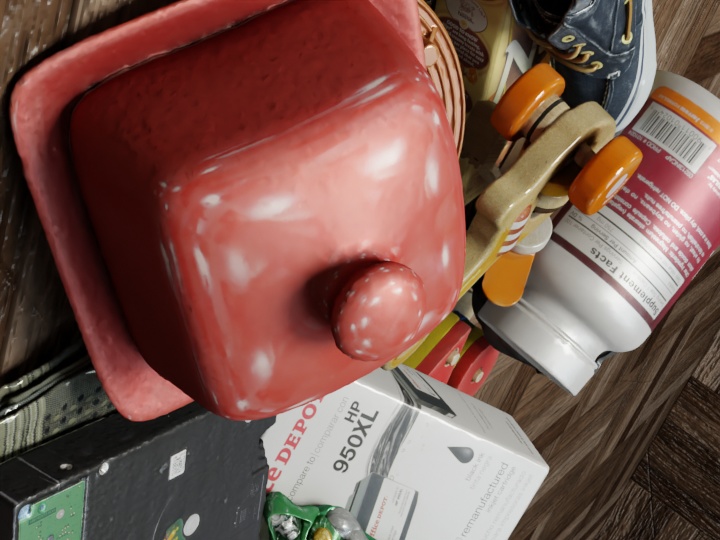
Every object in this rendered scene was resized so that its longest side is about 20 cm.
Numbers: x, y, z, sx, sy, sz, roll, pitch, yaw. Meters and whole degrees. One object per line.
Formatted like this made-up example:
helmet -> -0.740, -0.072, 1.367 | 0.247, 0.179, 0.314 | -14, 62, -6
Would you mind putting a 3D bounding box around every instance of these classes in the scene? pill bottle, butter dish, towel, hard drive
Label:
pill bottle -> 0.171, -0.023, 0.816 | 0.201, 0.113, 0.113 | -51, 158, 0
butter dish -> -0.023, -0.014, 0.535 | 0.198, 0.148, 0.202 | -26, 129, -19
towel -> -0.154, 0.102, 0.683 | 0.192, 0.034, 0.202 | -31, 150, -41
hard drive -> -0.123, 0.141, 0.660 | 0.199, 0.037, 0.142 | -23, 128, -53

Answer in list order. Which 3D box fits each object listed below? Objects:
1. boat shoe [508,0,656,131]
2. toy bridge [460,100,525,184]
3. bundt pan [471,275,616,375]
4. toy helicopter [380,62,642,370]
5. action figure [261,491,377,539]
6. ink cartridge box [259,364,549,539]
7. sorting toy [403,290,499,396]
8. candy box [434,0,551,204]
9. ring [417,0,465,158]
boat shoe -> 0.122, -0.144, 0.706 | 0.091, 0.071, 0.202 | -38, 146, -26
toy bridge -> 0.119, -0.083, 0.829 | 0.199, 0.027, 0.068 | -15, 138, -56
bundt pan -> 0.147, -0.019, 0.961 | 0.075, 0.203, 0.204 | 14, 117, -20
toy helicopter -> 0.077, -0.019, 0.731 | 0.200, 0.079, 0.132 | -46, 167, 1
action figure -> 0.002, 0.214, 0.775 | 0.118, 0.201, 0.055 | -39, -164, 3
ink cartridge box -> 0.002, 0.138, 0.824 | 0.146, 0.198, 0.084 | -60, -158, 10
sorting toy -> 0.035, 0.104, 1.019 | 0.200, 0.069, 0.200 | -57, 158, 5
candy box -> 0.096, -0.149, 0.798 | 0.115, 0.055, 0.202 | -38, 154, -34
ring -> -0.025, -0.053, 0.623 | 0.198, 0.019, 0.203 | -18, 128, -25
